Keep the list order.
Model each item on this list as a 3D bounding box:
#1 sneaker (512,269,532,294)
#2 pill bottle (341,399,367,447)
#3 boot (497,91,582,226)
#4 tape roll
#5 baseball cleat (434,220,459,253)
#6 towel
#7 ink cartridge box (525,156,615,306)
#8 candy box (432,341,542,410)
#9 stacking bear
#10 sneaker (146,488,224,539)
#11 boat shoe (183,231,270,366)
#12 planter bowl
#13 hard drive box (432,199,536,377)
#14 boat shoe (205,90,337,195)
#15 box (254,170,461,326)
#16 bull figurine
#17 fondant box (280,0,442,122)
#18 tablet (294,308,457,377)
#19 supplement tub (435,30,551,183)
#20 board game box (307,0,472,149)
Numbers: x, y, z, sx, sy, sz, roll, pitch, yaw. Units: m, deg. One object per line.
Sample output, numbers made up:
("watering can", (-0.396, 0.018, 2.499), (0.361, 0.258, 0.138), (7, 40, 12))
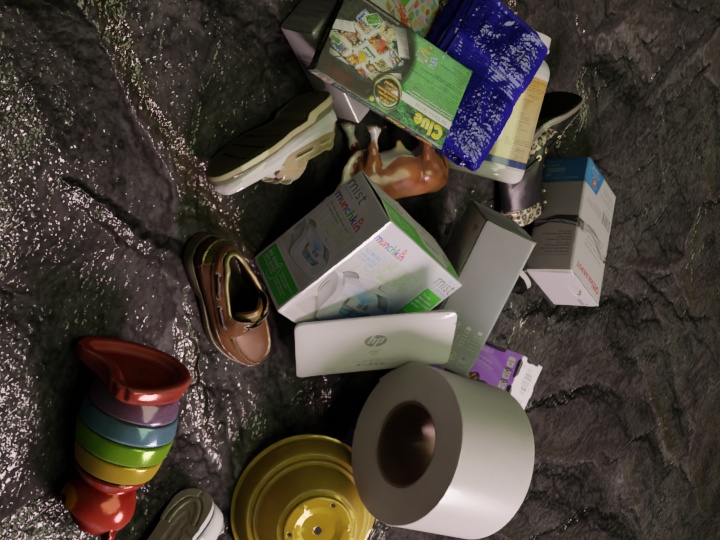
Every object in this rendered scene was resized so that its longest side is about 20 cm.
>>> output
("sneaker", (0.198, 0.000, 1.693), (0.090, 0.070, 0.200), (-41, 147, 4))
("pill bottle", (0.044, 0.239, 1.546), (0.201, 0.119, 0.120), (-57, 140, -18))
("boot", (0.273, -0.174, 1.694), (0.203, 0.073, 0.155), (-38, 135, -30))
("tape roll", (0.103, 0.232, 1.388), (0.138, 0.202, 0.205), (20, 90, -37))
("baseball cleat", (0.140, 0.031, 1.589), (0.070, 0.105, 0.203), (-69, 175, -75))
("towel", (0.139, -0.244, 1.366), (0.147, 0.049, 0.201), (34, 78, -11))
("ink cartridge box", (0.345, -0.061, 1.780), (0.145, 0.083, 0.203), (41, 57, -52))
("candy box", (0.153, 0.201, 1.626), (0.071, 0.166, 0.202), (27, 84, -52))
("stacking bear", (-0.261, 0.189, 1.164), (0.113, 0.121, 0.202), (6, 110, -44))
("sneaker", (-0.233, 0.360, 1.300), (0.200, 0.076, 0.081), (-48, 147, -25))
("boat shoe", (-0.144, 0.047, 1.272), (0.072, 0.067, 0.201), (-50, 139, -26))
("planter bowl", (-0.063, 0.320, 1.399), (0.197, 0.083, 0.204), (-3, 101, -15))
("hard drive box", (0.146, 0.020, 1.473), (0.156, 0.076, 0.202), (-97, -148, -76))
("boat shoe", (-0.093, -0.133, 1.252), (0.200, 0.074, 0.069), (-40, 128, -35))
("box", (0.000, 0.000, 1.352), (0.176, 0.097, 0.200), (-37, 143, 11))
("bull figurine", (0.029, -0.132, 1.394), (0.198, 0.065, 0.123), (-16, 114, -32))
("fondant box", (0.007, -0.302, 1.317), (0.201, 0.058, 0.145), (-53, 139, -21))
("tablet", (0.017, 0.092, 1.350), (0.131, 0.197, 0.014), (93, -10, -57))
("supplement tub", (0.176, -0.231, 1.487), (0.144, 0.143, 0.203), (6, 101, -52))
("board game box", (0.038, -0.233, 1.270), (0.199, 0.023, 0.106), (28, 80, -32))
